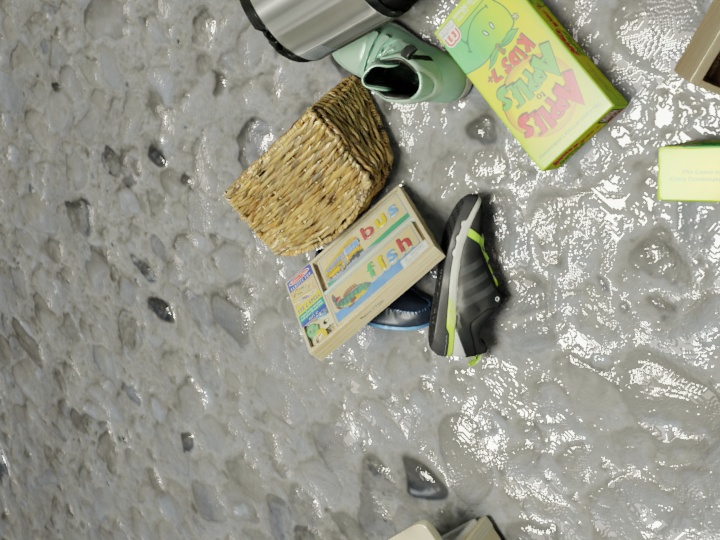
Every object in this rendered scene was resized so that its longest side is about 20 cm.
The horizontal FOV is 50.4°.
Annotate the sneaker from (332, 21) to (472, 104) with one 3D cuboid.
[{"bbox_3d":[0.020,-0.246,0.887,0.199,0.118,0.074,27,118,31],"label":"sneaker"}]

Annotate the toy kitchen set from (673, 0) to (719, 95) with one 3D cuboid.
[{"bbox_3d":[0.397,-0.183,0.596,0.162,0.201,0.182,18,119,-12],"label":"toy kitchen set"}]

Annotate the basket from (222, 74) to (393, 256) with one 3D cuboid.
[{"bbox_3d":[-0.049,-0.126,0.989,0.143,0.149,0.199,47,126,-10],"label":"basket"}]

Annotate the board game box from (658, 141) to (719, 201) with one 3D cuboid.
[{"bbox_3d":[0.371,-0.086,0.656,0.199,0.101,0.048,6,103,36],"label":"board game box"}]

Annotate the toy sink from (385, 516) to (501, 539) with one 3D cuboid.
[{"bbox_3d":[0.122,0.395,0.964,0.201,0.112,0.130,53,126,9],"label":"toy sink"}]

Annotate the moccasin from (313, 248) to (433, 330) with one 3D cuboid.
[{"bbox_3d":[0.005,0.022,0.984,0.199,0.080,0.069,16,117,33],"label":"moccasin"}]

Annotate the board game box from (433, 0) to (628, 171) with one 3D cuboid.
[{"bbox_3d":[0.178,-0.217,0.817,0.102,0.047,0.201,-44,73,35],"label":"board game box"}]

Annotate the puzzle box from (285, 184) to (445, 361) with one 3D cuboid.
[{"bbox_3d":[0.000,0.000,0.934,0.200,0.025,0.133,-41,40,13],"label":"puzzle box"}]

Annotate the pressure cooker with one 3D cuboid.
[{"bbox_3d":[-0.020,-0.342,0.836,0.199,0.177,0.179,-18,128,33],"label":"pressure cooker"}]

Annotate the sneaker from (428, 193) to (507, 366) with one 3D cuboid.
[{"bbox_3d":[0.134,0.011,0.908,0.082,0.072,0.202,8,101,-3],"label":"sneaker"}]
